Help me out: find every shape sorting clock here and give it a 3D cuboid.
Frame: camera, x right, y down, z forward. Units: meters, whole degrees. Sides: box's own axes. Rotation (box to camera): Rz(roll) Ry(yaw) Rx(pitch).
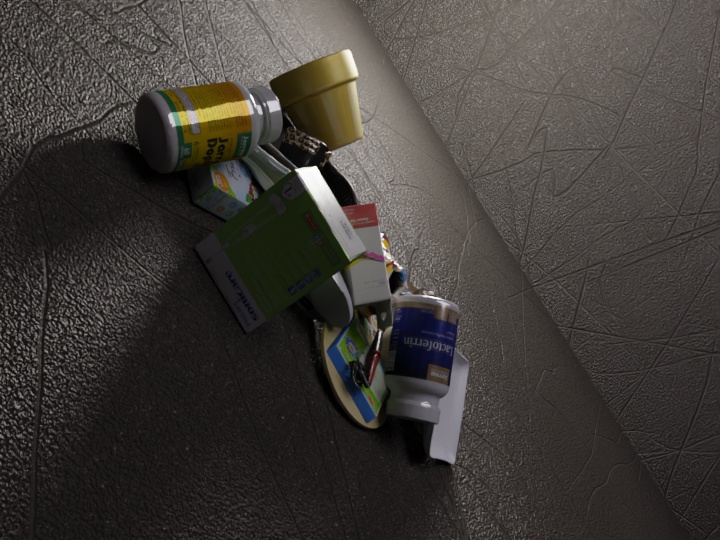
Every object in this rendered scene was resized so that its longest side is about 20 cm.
[{"bbox_3d":[-0.008,0.168,1.207,0.201,0.039,0.202,51,24,-33],"label":"shape sorting clock"}]

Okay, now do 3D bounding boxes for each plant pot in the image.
[{"bbox_3d":[-0.083,-0.368,1.610,0.201,0.196,0.193,-54,126,-68],"label":"plant pot"}]

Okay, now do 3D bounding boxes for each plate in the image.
[{"bbox_3d":[0.158,0.251,1.338,0.200,0.032,0.205,42,57,-64],"label":"plate"}]

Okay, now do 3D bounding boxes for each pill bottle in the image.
[{"bbox_3d":[-0.218,-0.215,1.050,0.197,0.113,0.114,-19,74,-37],"label":"pill bottle"},{"bbox_3d":[0.102,0.153,1.222,0.115,0.113,0.205,26,69,-54],"label":"pill bottle"}]

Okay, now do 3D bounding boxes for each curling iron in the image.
[{"bbox_3d":[0.019,0.141,1.209,0.050,0.025,0.200,64,20,-10],"label":"curling iron"}]

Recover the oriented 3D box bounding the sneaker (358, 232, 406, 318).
[{"bbox_3d":[0.050,0.002,1.348,0.075,0.088,0.203,53,34,-38],"label":"sneaker"}]

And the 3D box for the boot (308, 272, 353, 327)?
[{"bbox_3d":[-0.052,-0.015,1.163,0.096,0.072,0.203,-49,121,-51],"label":"boot"}]

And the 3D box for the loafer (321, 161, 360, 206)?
[{"bbox_3d":[-0.047,-0.171,1.528,0.071,0.073,0.202,35,22,-55],"label":"loafer"}]

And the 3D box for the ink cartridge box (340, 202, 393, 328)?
[{"bbox_3d":[0.000,0.000,1.213,0.116,0.066,0.205,146,-65,-76],"label":"ink cartridge box"}]

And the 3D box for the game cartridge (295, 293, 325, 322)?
[{"bbox_3d":[-0.104,-0.022,1.185,0.200,0.041,0.136,49,41,-44],"label":"game cartridge"}]

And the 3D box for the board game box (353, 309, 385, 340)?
[{"bbox_3d":[0.007,0.055,1.358,0.104,0.023,0.205,11,66,-61],"label":"board game box"}]

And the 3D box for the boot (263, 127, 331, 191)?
[{"bbox_3d":[-0.089,-0.147,1.288,0.197,0.154,0.073,28,-13,-26],"label":"boot"}]

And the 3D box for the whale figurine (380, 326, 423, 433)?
[{"bbox_3d":[0.109,0.195,1.340,0.159,0.102,0.204,-21,91,-66],"label":"whale figurine"}]

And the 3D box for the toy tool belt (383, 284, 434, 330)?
[{"bbox_3d":[0.119,0.095,1.488,0.199,0.122,0.127,16,45,-61],"label":"toy tool belt"}]

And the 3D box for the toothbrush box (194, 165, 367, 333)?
[{"bbox_3d":[-0.113,-0.030,1.017,0.147,0.198,0.086,56,20,1],"label":"toothbrush box"}]

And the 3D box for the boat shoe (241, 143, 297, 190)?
[{"bbox_3d":[-0.167,-0.204,1.174,0.203,0.064,0.074,53,19,-1],"label":"boat shoe"}]

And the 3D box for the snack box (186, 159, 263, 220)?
[{"bbox_3d":[-0.227,-0.176,1.171,0.141,0.052,0.203,28,36,-53],"label":"snack box"}]
